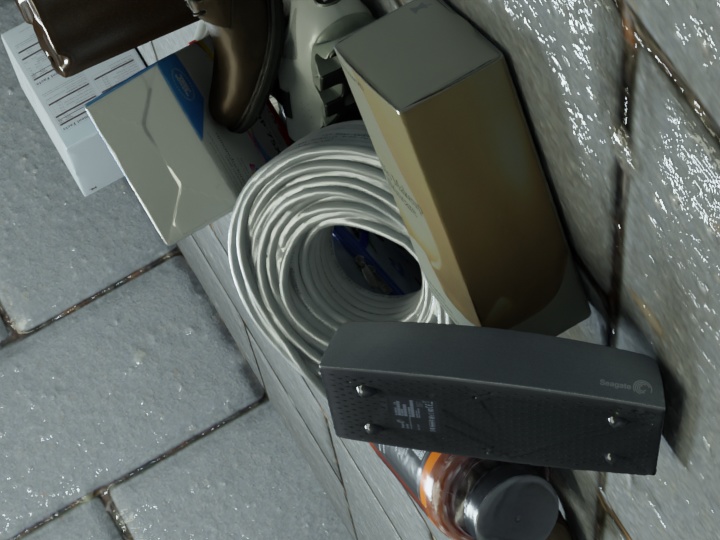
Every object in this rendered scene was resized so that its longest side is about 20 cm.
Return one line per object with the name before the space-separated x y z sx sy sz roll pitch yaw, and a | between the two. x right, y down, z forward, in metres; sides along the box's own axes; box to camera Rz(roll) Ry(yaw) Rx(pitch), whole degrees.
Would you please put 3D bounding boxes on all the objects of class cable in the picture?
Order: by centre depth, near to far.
cable | 0.009 -0.003 1.469 0.200 0.069 0.200 45 128 -2

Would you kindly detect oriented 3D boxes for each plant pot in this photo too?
plant pot | -0.163 -0.249 1.567 0.201 0.198 0.200 60 172 14

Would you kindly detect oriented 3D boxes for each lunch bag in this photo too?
lunch bag | 0.000 0.000 1.638 0.160 0.075 0.200 48 -172 -14

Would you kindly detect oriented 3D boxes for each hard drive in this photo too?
hard drive | 0.080 0.075 1.300 0.135 0.199 0.043 79 -161 -66

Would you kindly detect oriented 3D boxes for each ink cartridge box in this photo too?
ink cartridge box | -0.111 -0.103 1.583 0.117 0.067 0.200 59 -160 -6

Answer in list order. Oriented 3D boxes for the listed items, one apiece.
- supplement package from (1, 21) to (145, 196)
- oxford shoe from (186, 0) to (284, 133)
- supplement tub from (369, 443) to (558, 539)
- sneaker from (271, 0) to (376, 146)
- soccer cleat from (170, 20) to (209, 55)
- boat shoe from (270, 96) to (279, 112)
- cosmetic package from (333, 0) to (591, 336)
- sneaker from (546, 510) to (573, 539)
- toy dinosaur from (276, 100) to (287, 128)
supplement package | -0.364 -0.241 2.958 0.200 0.150 0.152 58 171 21
oxford shoe | -0.095 -0.189 1.473 0.073 0.084 0.201 -139 48 -59
supplement tub | 0.082 0.148 1.726 0.200 0.107 0.107 47 164 57
sneaker | -0.024 -0.134 1.528 0.089 0.074 0.200 55 156 26
soccer cleat | -0.117 -0.164 1.766 0.200 0.069 0.078 -75 -8 -45
boat shoe | -0.073 -0.150 1.807 0.200 0.067 0.057 155 106 -79
cosmetic package | 0.062 -0.053 1.301 0.105 0.071 0.201 50 166 54
sneaker | 0.156 0.243 1.810 0.200 0.070 0.076 77 -179 -50
toy dinosaur | -0.036 -0.121 1.651 0.200 0.077 0.102 75 171 -49
